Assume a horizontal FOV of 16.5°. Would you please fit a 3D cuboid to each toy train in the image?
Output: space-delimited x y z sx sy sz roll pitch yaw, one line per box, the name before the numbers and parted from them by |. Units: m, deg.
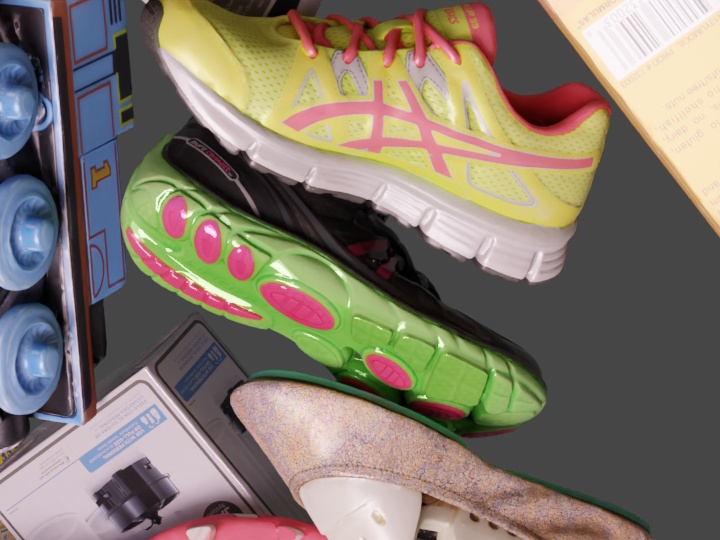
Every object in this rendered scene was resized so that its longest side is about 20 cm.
toy train | -0.144 -0.028 1.016 0.086 0.114 0.201 7 111 28

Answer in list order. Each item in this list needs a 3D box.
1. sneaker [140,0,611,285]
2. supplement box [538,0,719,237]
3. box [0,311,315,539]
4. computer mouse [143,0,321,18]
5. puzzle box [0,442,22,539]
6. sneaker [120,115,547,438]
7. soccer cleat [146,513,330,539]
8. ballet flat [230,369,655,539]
sneaker | 0.010 -0.073 0.959 0.199 0.078 0.091 22 111 -24
supplement box | 0.149 -0.057 0.937 0.069 0.067 0.200 -33 100 24
box | -0.058 0.133 1.092 0.116 0.060 0.200 -34 99 28
computer mouse | -0.100 -0.158 0.985 0.200 0.044 0.110 33 123 -4
puzzle box | -0.219 0.123 1.067 0.025 0.200 0.133 -13 110 44
sneaker | 0.000 0.000 1.005 0.200 0.084 0.077 35 143 -19
soccer cleat | -0.089 0.150 1.048 0.199 0.076 0.067 -18 76 9
ballet flat | 0.034 0.103 1.005 0.199 0.067 0.068 22 150 -15
